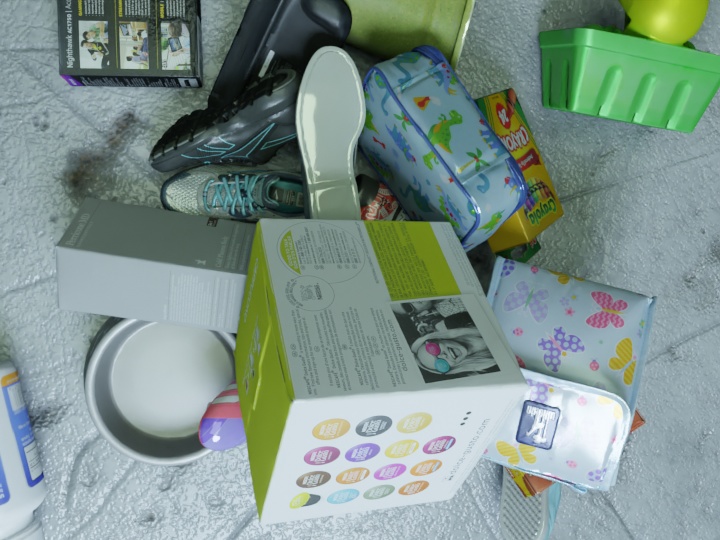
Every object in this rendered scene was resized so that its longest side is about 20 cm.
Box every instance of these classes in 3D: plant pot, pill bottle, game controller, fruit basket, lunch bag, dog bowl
[{"bbox_3d":[0.033,-0.311,0.773,0.184,0.200,0.201,14,89,2],"label":"plant pot"},{"bbox_3d":[-0.395,0.204,0.734,0.112,0.112,0.200,-13,93,-9],"label":"pill bottle"},{"bbox_3d":[-0.091,-0.222,0.764,0.104,0.042,0.200,24,129,-16],"label":"game controller"},{"bbox_3d":[0.328,-0.274,0.828,0.215,0.156,0.216,-2,106,-7],"label":"fruit basket"},{"bbox_3d":[0.074,-0.117,0.736,0.082,0.161,0.200,-30,78,-18],"label":"lunch bag"},{"bbox_3d":[0.193,0.108,0.721,0.169,0.127,0.200,16,75,15],"label":"lunch bag"},{"bbox_3d":[-0.211,0.125,0.792,0.200,0.059,0.200,0,92,-10],"label":"dog bowl"}]

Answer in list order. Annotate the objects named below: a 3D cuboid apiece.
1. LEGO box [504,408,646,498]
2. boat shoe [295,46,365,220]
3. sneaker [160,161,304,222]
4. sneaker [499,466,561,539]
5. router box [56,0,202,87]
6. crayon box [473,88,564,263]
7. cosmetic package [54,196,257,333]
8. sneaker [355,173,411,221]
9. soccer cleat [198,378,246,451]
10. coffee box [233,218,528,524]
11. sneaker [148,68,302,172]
[{"bbox_3d":[0.198,0.134,0.818,0.149,0.077,0.200,-30,72,-8],"label":"LEGO box"},{"bbox_3d":[-0.036,-0.125,0.731,0.073,0.062,0.200,-5,97,-18],"label":"boat shoe"},{"bbox_3d":[-0.122,-0.089,0.789,0.200,0.086,0.078,-1,90,-10],"label":"sneaker"},{"bbox_3d":[0.215,0.240,0.874,0.074,0.082,0.200,8,71,29],"label":"sneaker"},{"bbox_3d":[-0.252,-0.307,0.779,0.149,0.051,0.200,-1,91,-8],"label":"router box"},{"bbox_3d":[0.173,-0.105,0.825,0.127,0.051,0.200,-32,100,-52],"label":"crayon box"},{"bbox_3d":[-0.207,-0.005,0.751,0.200,0.107,0.090,10,124,-10],"label":"cosmetic package"},{"bbox_3d":[0.001,0.000,0.822,0.108,0.067,0.202,27,92,-18],"label":"sneaker"},{"bbox_3d":[-0.080,0.137,0.767,0.200,0.076,0.067,-22,111,-39],"label":"soccer cleat"},{"bbox_3d":[-0.003,0.089,0.659,0.197,0.200,0.200,-1,46,-19],"label":"coffee box"},{"bbox_3d":[-0.137,-0.140,0.762,0.200,0.075,0.079,-19,129,20],"label":"sneaker"}]
